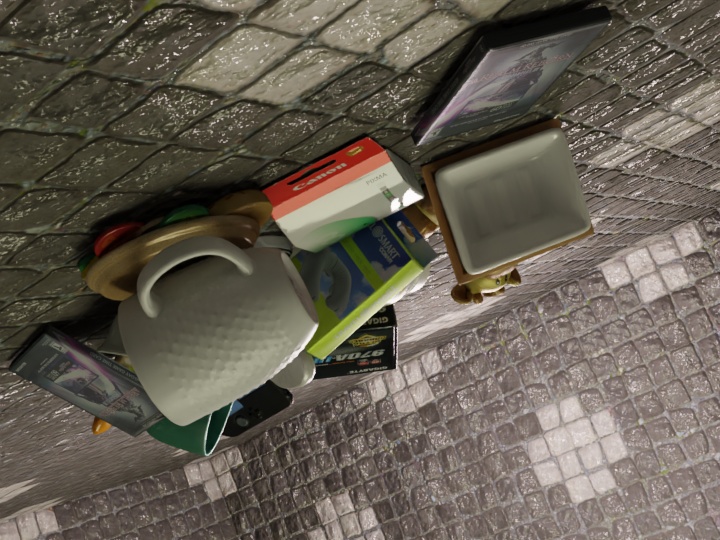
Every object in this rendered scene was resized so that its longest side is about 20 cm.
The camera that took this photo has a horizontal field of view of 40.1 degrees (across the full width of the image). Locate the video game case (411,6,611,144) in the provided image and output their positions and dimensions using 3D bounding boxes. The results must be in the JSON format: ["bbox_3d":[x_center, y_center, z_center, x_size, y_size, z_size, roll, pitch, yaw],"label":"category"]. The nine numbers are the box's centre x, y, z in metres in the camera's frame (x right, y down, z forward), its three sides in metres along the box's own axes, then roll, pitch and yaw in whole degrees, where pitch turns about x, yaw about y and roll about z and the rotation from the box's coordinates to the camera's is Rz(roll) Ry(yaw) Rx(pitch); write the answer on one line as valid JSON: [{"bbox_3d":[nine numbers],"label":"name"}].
[{"bbox_3d":[0.146,-0.193,0.998,0.142,0.019,0.200,-18,169,-22],"label":"video game case"}]

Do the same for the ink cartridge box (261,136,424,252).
[{"bbox_3d":[-0.024,-0.083,1.141,0.160,0.050,0.200,-26,171,13],"label":"ink cartridge box"}]

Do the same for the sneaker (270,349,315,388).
[{"bbox_3d":[-0.102,0.097,1.308,0.088,0.076,0.199,-22,-161,-29],"label":"sneaker"}]

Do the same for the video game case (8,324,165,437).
[{"bbox_3d":[-0.351,0.151,1.304,0.199,0.019,0.143,34,140,-20],"label":"video game case"}]

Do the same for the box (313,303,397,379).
[{"bbox_3d":[-0.044,0.111,1.503,0.198,0.046,0.159,-7,150,-3],"label":"box"}]

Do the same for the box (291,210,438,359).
[{"bbox_3d":[-0.014,0.002,1.249,0.200,0.122,0.048,-41,150,6],"label":"box"}]

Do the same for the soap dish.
[{"bbox_3d":[0.186,-0.090,1.274,0.198,0.159,0.081,-20,-175,-11],"label":"soap dish"}]

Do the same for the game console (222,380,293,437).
[{"bbox_3d":[-0.229,0.180,1.619,0.176,0.200,0.031,-30,-160,37],"label":"game console"}]

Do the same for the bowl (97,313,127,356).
[{"bbox_3d":[-0.229,0.075,1.260,0.199,0.091,0.201,8,173,1],"label":"bowl"}]

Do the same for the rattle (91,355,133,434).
[{"bbox_3d":[-0.292,0.200,1.519,0.199,0.143,0.130,26,123,-20],"label":"rattle"}]

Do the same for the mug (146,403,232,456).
[{"bbox_3d":[-0.249,0.169,1.417,0.113,0.153,0.186,17,137,5],"label":"mug"}]

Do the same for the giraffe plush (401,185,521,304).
[{"bbox_3d":[0.160,-0.041,1.395,0.171,0.163,0.200,-22,168,-5],"label":"giraffe plush"}]

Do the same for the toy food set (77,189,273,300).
[{"bbox_3d":[-0.200,-0.023,1.048,0.197,0.049,0.200,-10,164,-41],"label":"toy food set"}]

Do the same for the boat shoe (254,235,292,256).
[{"bbox_3d":[-0.159,0.006,1.221,0.199,0.068,0.072,-13,166,-45],"label":"boat shoe"}]

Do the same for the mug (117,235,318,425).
[{"bbox_3d":[-0.149,0.042,1.012,0.174,0.148,0.200,-27,137,4],"label":"mug"}]

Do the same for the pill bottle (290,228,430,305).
[{"bbox_3d":[0.000,0.000,1.396,0.199,0.115,0.114,-12,165,-45],"label":"pill bottle"}]
